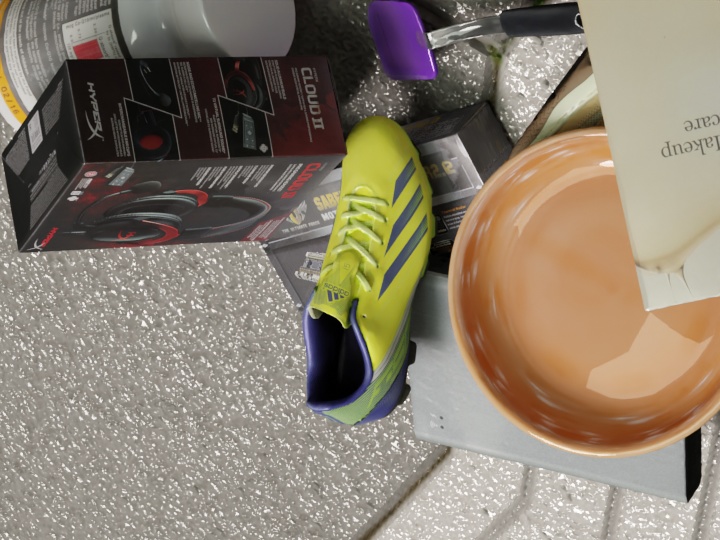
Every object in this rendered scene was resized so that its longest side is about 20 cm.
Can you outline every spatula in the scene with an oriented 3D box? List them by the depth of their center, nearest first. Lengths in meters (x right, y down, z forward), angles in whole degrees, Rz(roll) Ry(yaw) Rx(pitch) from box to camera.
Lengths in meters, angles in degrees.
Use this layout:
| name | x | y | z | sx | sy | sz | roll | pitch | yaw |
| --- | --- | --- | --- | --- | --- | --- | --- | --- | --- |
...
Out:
| name | x | y | z | sx | sy | sz | roll | pitch | yaw |
| --- | --- | --- | --- | --- | --- | --- | --- | --- | --- |
| spatula | 0.076 | -0.152 | 1.729 | 0.200 | 0.021 | 0.057 | -4 | 113 | 43 |

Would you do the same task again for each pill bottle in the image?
| name | x | y | z | sx | sy | sz | roll | pitch | yaw |
| --- | --- | --- | --- | --- | --- | --- | --- | --- | --- |
| pill bottle | -0.148 | -0.156 | 1.825 | 0.200 | 0.116 | 0.116 | -13 | 114 | 39 |

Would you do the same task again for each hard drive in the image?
| name | x | y | z | sx | sy | sz | roll | pitch | yaw |
| --- | --- | --- | --- | --- | --- | --- | --- | --- | --- |
| hard drive | 0.126 | 0.069 | 1.798 | 0.200 | 0.033 | 0.140 | 12 | 126 | 25 |

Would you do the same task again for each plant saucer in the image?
| name | x | y | z | sx | sy | sz | roll | pitch | yaw |
| --- | --- | --- | --- | --- | --- | --- | --- | --- | --- |
| plant saucer | 0.152 | 0.013 | 1.667 | 0.200 | 0.037 | 0.200 | 1 | 93 | 24 |

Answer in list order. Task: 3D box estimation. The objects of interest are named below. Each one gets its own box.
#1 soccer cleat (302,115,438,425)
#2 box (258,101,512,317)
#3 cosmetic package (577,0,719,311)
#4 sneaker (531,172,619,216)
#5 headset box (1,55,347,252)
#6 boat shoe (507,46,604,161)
| name | x | y | z | sx | sy | sz | roll | pitch | yaw |
| --- | --- | --- | --- | --- | --- | --- | --- | --- | --- |
| soccer cleat | 0.001 | 0.000 | 1.760 | 0.065 | 0.084 | 0.200 | 7 | 94 | 38 |
| box | 0.034 | -0.015 | 1.853 | 0.200 | 0.048 | 0.158 | -15 | 111 | 38 |
| cosmetic package | 0.197 | -0.085 | 1.579 | 0.103 | 0.073 | 0.200 | -13 | 89 | 20 |
| sneaker | 0.181 | -0.006 | 1.701 | 0.200 | 0.092 | 0.076 | 8 | 160 | 16 |
| headset box | -0.112 | -0.075 | 1.764 | 0.149 | 0.200 | 0.075 | -43 | 55 | 57 |
| boat shoe | 0.165 | -0.108 | 1.689 | 0.076 | 0.072 | 0.200 | 36 | 134 | -2 |
